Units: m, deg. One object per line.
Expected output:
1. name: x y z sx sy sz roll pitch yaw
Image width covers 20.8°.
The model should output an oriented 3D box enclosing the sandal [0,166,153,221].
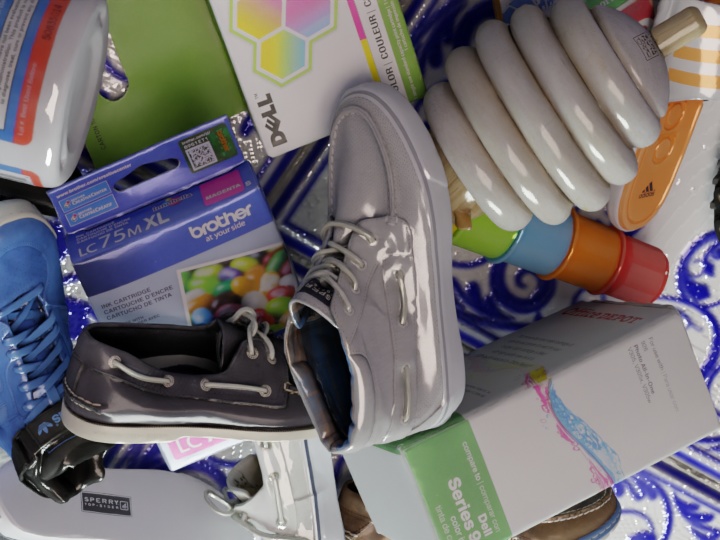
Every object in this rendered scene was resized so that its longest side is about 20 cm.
1. sandal: -0.196 -0.062 1.155 0.199 0.075 0.048 14 84 -25

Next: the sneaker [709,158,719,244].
1. sneaker: 0.288 -0.010 1.301 0.072 0.072 0.201 -39 118 -32

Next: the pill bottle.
1. pill bottle: -0.244 -0.120 1.061 0.198 0.112 0.113 14 114 0

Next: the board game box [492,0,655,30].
1. board game box: 0.122 -0.182 1.158 0.095 0.030 0.201 -20 133 -3

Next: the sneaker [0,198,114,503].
1. sneaker: -0.184 0.056 1.148 0.076 0.111 0.201 -26 146 -29

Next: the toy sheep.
1. toy sheep: 0.110 -0.092 1.128 0.199 0.138 0.138 -37 119 12

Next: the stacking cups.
1. stacking cups: 0.107 -0.028 1.251 0.199 0.061 0.061 17 111 -26

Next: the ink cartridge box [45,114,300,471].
1. ink cartridge box: -0.095 0.017 1.162 0.118 0.042 0.201 -22 123 -2

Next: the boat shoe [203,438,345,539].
1. boat shoe: -0.060 0.141 1.279 0.085 0.075 0.204 -10 115 -8

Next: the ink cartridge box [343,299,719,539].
1. ink cartridge box: 0.101 0.096 1.225 0.199 0.145 0.088 -26 99 -16

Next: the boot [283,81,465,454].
1. boot: 0.000 0.000 1.093 0.095 0.073 0.202 -17 98 -46

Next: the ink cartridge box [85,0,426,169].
1. ink cartridge box: -0.080 -0.139 1.131 0.198 0.076 0.149 -22 119 -4

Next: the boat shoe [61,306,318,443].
1. boat shoe: -0.072 0.056 1.124 0.198 0.073 0.063 -3 116 -21

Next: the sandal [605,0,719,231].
1. sandal: 0.212 -0.110 1.213 0.079 0.059 0.208 -17 129 -44

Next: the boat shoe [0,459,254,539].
1. boat shoe: -0.163 0.171 1.276 0.199 0.072 0.068 14 147 -34

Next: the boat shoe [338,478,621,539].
1. boat shoe: 0.080 0.159 1.324 0.198 0.072 0.073 -10 117 -9
